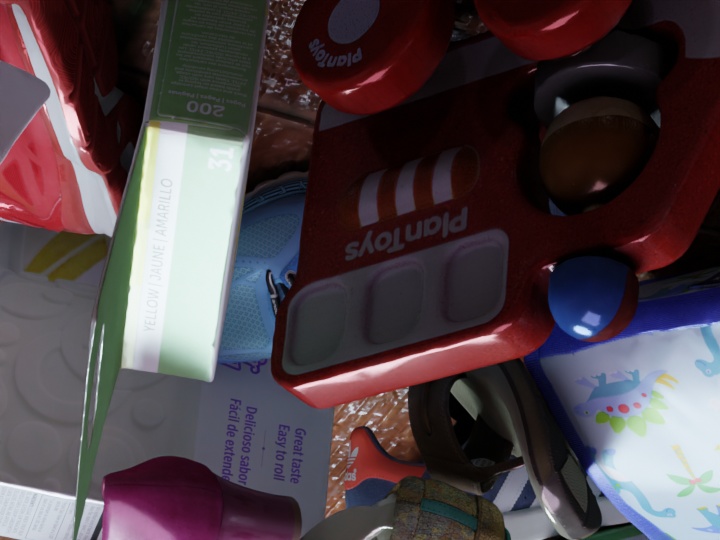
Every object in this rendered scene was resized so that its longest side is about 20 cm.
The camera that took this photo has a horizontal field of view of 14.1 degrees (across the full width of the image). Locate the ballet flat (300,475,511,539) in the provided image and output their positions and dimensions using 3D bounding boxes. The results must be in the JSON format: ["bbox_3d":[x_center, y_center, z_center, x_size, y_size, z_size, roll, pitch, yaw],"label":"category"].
[{"bbox_3d":[-0.016,0.145,1.264,0.071,0.071,0.200,23,138,-27],"label":"ballet flat"}]

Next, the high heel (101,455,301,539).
[{"bbox_3d":[-0.117,0.140,1.255,0.096,0.068,0.200,16,133,-34],"label":"high heel"}]

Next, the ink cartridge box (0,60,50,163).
[{"bbox_3d":[-0.225,-0.053,1.118,0.199,0.117,0.067,25,152,17],"label":"ink cartridge box"}]

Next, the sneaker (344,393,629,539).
[{"bbox_3d":[0.086,0.089,1.424,0.199,0.085,0.075,-11,176,-18],"label":"sneaker"}]

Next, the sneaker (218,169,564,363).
[{"bbox_3d":[0.000,0.000,1.242,0.199,0.090,0.079,-17,110,25],"label":"sneaker"}]

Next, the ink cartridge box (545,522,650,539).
[{"bbox_3d":[0.091,0.182,1.489,0.146,0.085,0.200,-8,173,-46],"label":"ink cartridge box"}]

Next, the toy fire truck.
[{"bbox_3d":[0.060,-0.038,1.110,0.199,0.169,0.112,-14,144,30],"label":"toy fire truck"}]

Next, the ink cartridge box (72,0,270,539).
[{"bbox_3d":[-0.072,-0.006,1.132,0.048,0.201,0.146,8,137,-3],"label":"ink cartridge box"}]

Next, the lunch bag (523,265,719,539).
[{"bbox_3d":[0.189,0.051,1.280,0.169,0.128,0.200,-14,153,30],"label":"lunch bag"}]

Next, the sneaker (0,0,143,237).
[{"bbox_3d":[-0.157,-0.068,1.188,0.115,0.079,0.200,0,148,8],"label":"sneaker"}]

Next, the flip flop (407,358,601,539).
[{"bbox_3d":[0.045,0.063,1.276,0.057,0.200,0.081,-35,128,-7],"label":"flip flop"}]

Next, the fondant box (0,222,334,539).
[{"bbox_3d":[-0.112,0.053,1.316,0.199,0.145,0.058,13,147,-12],"label":"fondant box"}]
